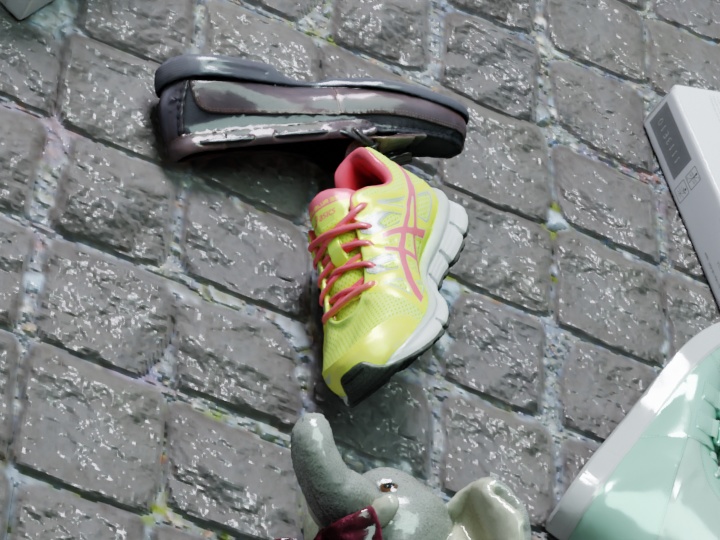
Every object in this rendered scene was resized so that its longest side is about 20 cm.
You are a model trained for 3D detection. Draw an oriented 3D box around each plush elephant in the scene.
[{"bbox_3d":[-0.008,0.148,1.425,0.200,0.164,0.155,46,46,-37],"label":"plush elephant"}]

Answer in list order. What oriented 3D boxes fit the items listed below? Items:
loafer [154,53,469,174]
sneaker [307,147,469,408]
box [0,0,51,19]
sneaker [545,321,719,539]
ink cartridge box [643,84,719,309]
[{"bbox_3d":[-0.029,-0.080,1.699,0.199,0.072,0.063,8,68,-23],"label":"loafer"},{"bbox_3d":[0.000,0.000,1.617,0.090,0.078,0.200,45,27,-18],"label":"sneaker"},{"bbox_3d":[-0.173,-0.257,1.720,0.124,0.098,0.200,43,41,6],"label":"box"},{"bbox_3d":[0.201,0.120,1.664,0.118,0.074,0.200,36,49,7],"label":"sneaker"},{"bbox_3d":[0.295,-0.027,1.897,0.173,0.044,0.201,7,49,-33],"label":"ink cartridge box"}]
